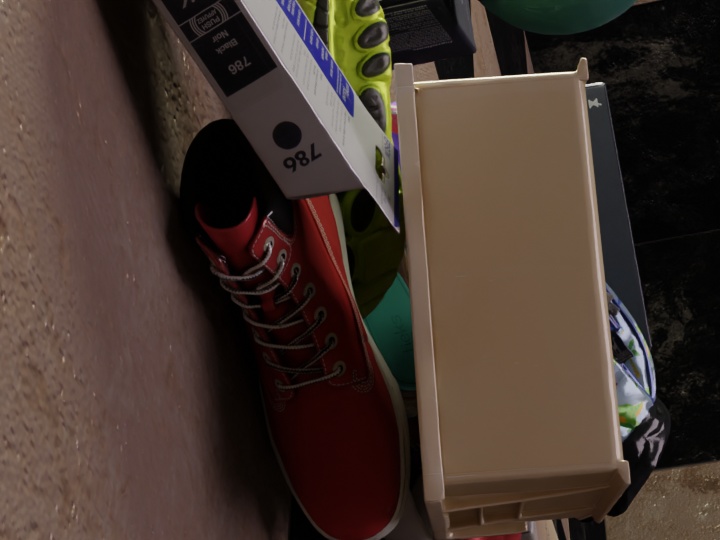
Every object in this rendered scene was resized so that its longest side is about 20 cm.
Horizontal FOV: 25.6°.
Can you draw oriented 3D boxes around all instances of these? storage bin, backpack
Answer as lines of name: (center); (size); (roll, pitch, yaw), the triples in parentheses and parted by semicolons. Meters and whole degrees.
storage bin: (0.072, 0.023, 0.801); (0.199, 0.092, 0.203); (77, 8, -75)
backpack: (0.101, 0.042, 1.007); (0.155, 0.199, 0.163); (-56, -174, -3)

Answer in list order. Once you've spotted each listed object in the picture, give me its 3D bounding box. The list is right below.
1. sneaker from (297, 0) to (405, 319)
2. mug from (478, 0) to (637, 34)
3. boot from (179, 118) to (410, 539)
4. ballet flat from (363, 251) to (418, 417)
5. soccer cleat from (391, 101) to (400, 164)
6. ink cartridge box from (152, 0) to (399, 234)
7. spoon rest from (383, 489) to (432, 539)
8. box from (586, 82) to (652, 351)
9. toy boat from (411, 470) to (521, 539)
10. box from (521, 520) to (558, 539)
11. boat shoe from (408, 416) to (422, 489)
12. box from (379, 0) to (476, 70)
sneaker: (-0.017, -0.062, 0.885); (0.083, 0.073, 0.203); (-155, -114, -71)
mug: (0.107, -0.244, 1.029); (0.114, 0.183, 0.154); (17, 88, -74)
boot: (-0.035, 0.033, 0.755); (0.144, 0.072, 0.203); (30, 43, -75)
ballet flat: (0.000, 0.000, 0.950); (0.073, 0.067, 0.202); (114, -41, -59)
soccer cleat: (0.037, -0.101, 1.219); (0.200, 0.072, 0.069); (-46, 125, -77)
ink cartridge box: (-0.048, -0.105, 0.718); (0.201, 0.039, 0.100); (55, 15, -21)
spoon rest: (0.010, 0.138, 0.873); (0.099, 0.060, 0.203); (-151, -132, -65)
box: (0.151, -0.011, 1.197); (0.182, 0.103, 0.203); (64, 18, -73)
toy boat: (0.085, 0.218, 0.971); (0.131, 0.129, 0.202); (56, 47, -63)
box: (0.123, 0.236, 1.349); (0.201, 0.077, 0.096); (67, 18, -51)
boat shoe: (0.036, 0.103, 1.047); (0.201, 0.067, 0.073); (64, 20, -54)
box: (0.010, -0.229, 1.111); (0.200, 0.103, 0.150); (20, 61, -78)
